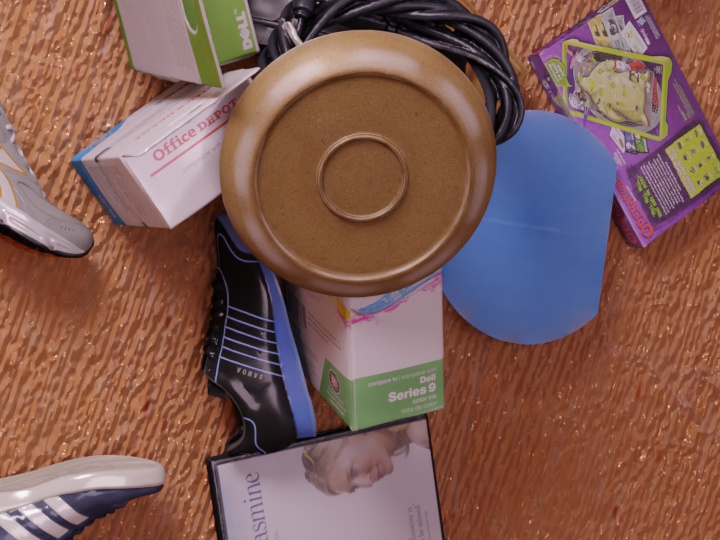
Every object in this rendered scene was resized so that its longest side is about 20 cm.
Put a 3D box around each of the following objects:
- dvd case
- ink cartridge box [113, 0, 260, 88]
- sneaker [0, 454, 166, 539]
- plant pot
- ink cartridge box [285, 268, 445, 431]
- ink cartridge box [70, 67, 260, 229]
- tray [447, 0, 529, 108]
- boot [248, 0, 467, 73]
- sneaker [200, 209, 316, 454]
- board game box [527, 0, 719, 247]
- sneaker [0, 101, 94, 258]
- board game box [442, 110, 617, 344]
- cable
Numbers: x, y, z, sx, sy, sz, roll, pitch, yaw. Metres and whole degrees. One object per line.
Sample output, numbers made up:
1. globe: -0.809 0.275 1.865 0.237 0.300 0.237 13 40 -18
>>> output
1. dvd case: -0.025 0.206 1.405 0.199 0.018 0.143 -11 97 -22
2. ink cartridge box: -0.120 -0.214 1.200 0.075 0.200 0.148 -20 109 -21
3. sneaker: -0.244 0.199 1.287 0.199 0.075 0.085 -11 95 -12
4. plant pot: 0.000 -0.069 1.180 0.199 0.028 0.201 -2 112 -6
5. ink cartridge box: 0.000 0.000 1.309 0.087 0.145 0.201 -12 114 -19
6. ink cartridge box: -0.131 -0.090 1.247 0.116 0.200 0.068 -38 106 -16
7. tray: 0.044 -0.131 1.408 0.099 0.037 0.200 46 75 -18
8. boot: -0.006 -0.240 1.337 0.210 0.079 0.159 11 86 -8
9. sneaker: -0.096 0.051 1.340 0.078 0.070 0.201 -16 94 -9
10. board game box: 0.244 -0.136 1.496 0.120 0.032 0.201 -35 104 -22
11. sneaker: -0.276 -0.084 1.259 0.200 0.076 0.092 34 75 -22
12. board game box: 0.138 -0.038 1.450 0.157 0.039 0.201 7 90 -23
13. cable: 0.028 -0.144 1.238 0.199 0.051 0.164 24 52 -4
